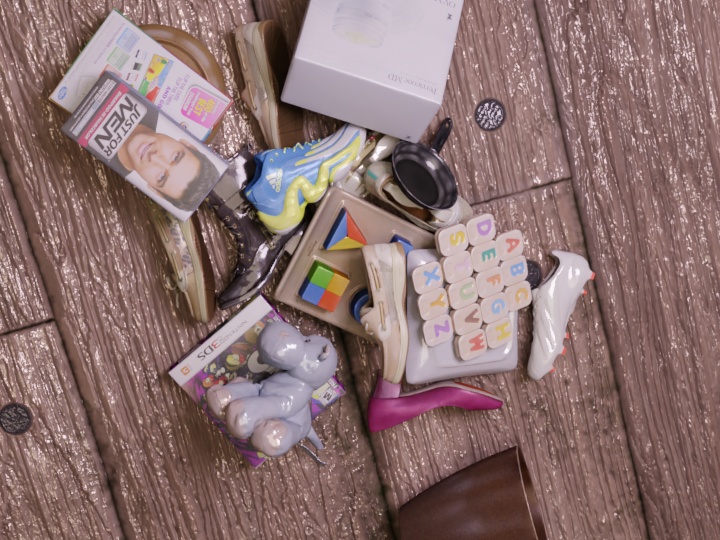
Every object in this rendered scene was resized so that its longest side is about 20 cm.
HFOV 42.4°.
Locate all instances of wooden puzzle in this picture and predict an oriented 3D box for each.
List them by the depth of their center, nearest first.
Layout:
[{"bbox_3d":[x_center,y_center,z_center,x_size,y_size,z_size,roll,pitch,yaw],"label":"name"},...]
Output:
[{"bbox_3d":[0.000,0.000,1.340,0.199,0.046,0.186,24,100,-23],"label":"wooden puzzle"}]

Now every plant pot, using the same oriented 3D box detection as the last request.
[{"bbox_3d":[-0.290,-0.247,1.310,0.199,0.027,0.201,-1,99,-5],"label":"plant pot"},{"bbox_3d":[0.165,0.379,1.392,0.199,0.187,0.188,-17,100,11],"label":"plant pot"}]

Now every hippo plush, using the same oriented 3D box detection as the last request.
[{"bbox_3d":[-0.097,0.163,1.289,0.200,0.159,0.161,29,95,-9],"label":"hippo plush"}]

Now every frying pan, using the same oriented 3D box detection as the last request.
[{"bbox_3d":[0.085,-0.159,1.297,0.115,0.191,0.031,21,138,-29],"label":"frying pan"}]

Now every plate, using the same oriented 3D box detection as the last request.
[{"bbox_3d":[0.160,0.065,1.370,0.199,0.032,0.201,-4,101,-27],"label":"plate"}]

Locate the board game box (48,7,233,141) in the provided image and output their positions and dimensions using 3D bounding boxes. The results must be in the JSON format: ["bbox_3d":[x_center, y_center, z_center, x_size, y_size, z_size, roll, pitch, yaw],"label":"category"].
[{"bbox_3d":[-0.299,-0.235,1.277,0.200,0.040,0.153,38,93,-10],"label":"board game box"}]

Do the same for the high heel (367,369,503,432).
[{"bbox_3d":[0.112,0.212,1.403,0.199,0.067,0.097,10,90,7],"label":"high heel"}]

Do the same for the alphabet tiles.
[{"bbox_3d":[0.165,0.024,1.336,0.195,0.015,0.201,-20,107,-25],"label":"alphabet tiles"}]

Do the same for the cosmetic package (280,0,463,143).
[{"bbox_3d":[0.018,-0.308,1.247,0.199,0.123,0.201,16,70,-8],"label":"cosmetic package"}]

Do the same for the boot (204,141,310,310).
[{"bbox_3d":[-0.179,-0.063,1.335,0.174,0.069,0.200,45,83,-9],"label":"boot"}]

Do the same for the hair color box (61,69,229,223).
[{"bbox_3d":[-0.283,-0.165,1.238,0.200,0.061,0.099,38,93,-11],"label":"hair color box"}]

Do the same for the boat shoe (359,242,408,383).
[{"bbox_3d":[0.029,0.061,1.301,0.065,0.072,0.201,-3,103,-9],"label":"boat shoe"}]

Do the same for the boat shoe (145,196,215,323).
[{"bbox_3d":[-0.254,-0.019,1.331,0.062,0.073,0.201,-13,89,2],"label":"boat shoe"}]

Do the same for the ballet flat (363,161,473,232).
[{"bbox_3d":[0.089,-0.093,1.325,0.199,0.062,0.068,21,105,-30],"label":"ballet flat"}]

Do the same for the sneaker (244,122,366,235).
[{"bbox_3d":[-0.081,-0.150,1.280,0.105,0.076,0.200,42,80,-21],"label":"sneaker"}]

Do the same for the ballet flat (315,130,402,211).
[{"bbox_3d":[0.005,-0.151,1.337,0.076,0.064,0.200,38,94,-9],"label":"ballet flat"}]

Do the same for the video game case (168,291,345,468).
[{"bbox_3d":[-0.153,0.164,1.383,0.181,0.036,0.200,-39,101,2],"label":"video game case"}]

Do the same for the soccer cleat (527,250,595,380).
[{"bbox_3d":[0.284,0.066,1.403,0.077,0.069,0.201,22,89,-4],"label":"soccer cleat"}]

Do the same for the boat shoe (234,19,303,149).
[{"bbox_3d":[-0.132,-0.250,1.311,0.065,0.072,0.201,2,114,30],"label":"boat shoe"}]
